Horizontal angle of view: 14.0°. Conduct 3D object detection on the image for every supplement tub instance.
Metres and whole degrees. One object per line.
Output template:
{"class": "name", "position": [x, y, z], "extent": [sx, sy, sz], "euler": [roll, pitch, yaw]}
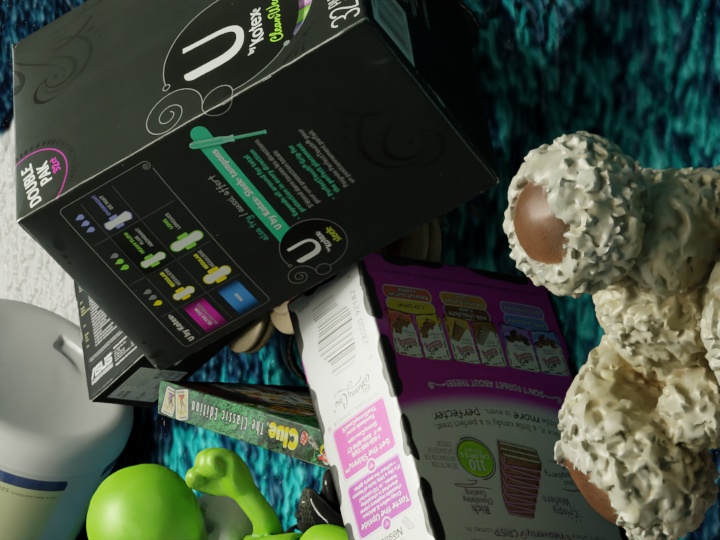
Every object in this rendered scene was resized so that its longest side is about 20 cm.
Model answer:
{"class": "supplement tub", "position": [-0.242, 0.133, 1.856], "extent": [0.200, 0.144, 0.145], "euler": [-60, 43, 34]}

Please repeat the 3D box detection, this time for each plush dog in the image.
{"class": "plush dog", "position": [0.178, 0.016, 1.283], "extent": [0.171, 0.160, 0.201], "euler": [14, 128, 41]}

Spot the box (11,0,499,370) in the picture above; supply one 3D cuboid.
{"class": "box", "position": [-0.055, -0.077, 1.422], "extent": [0.199, 0.124, 0.149], "euler": [-29, 37, 17]}

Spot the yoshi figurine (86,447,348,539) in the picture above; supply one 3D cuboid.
{"class": "yoshi figurine", "position": [-0.066, 0.150, 1.478], "extent": [0.199, 0.112, 0.112], "euler": [17, 137, 43]}

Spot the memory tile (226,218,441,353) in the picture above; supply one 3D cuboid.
{"class": "memory tile", "position": [-0.023, -0.045, 1.558], "extent": [0.200, 0.017, 0.154], "euler": [-21, 65, 53]}

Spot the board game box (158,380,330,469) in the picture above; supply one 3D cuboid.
{"class": "board game box", "position": [-0.014, 0.085, 1.560], "extent": [0.200, 0.104, 0.024], "euler": [13, 95, 56]}

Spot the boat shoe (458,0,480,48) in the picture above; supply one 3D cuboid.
{"class": "boat shoe", "position": [-0.004, -0.157, 1.596], "extent": [0.199, 0.076, 0.060], "euler": [21, 64, 40]}

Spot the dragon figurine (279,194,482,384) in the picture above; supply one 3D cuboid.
{"class": "dragon figurine", "position": [0.000, 0.000, 1.582], "extent": [0.201, 0.059, 0.100], "euler": [-63, 38, 26]}

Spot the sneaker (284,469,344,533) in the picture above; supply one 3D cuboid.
{"class": "sneaker", "position": [-0.023, 0.168, 1.597], "extent": [0.199, 0.076, 0.115], "euler": [-11, 76, 52]}

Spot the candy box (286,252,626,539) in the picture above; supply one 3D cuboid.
{"class": "candy box", "position": [0.053, 0.097, 1.426], "extent": [0.061, 0.136, 0.201], "euler": [-38, 56, 38]}

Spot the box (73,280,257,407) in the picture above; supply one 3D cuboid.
{"class": "box", "position": [-0.095, -0.038, 1.609], "extent": [0.200, 0.043, 0.161], "euler": [-41, 51, 46]}
